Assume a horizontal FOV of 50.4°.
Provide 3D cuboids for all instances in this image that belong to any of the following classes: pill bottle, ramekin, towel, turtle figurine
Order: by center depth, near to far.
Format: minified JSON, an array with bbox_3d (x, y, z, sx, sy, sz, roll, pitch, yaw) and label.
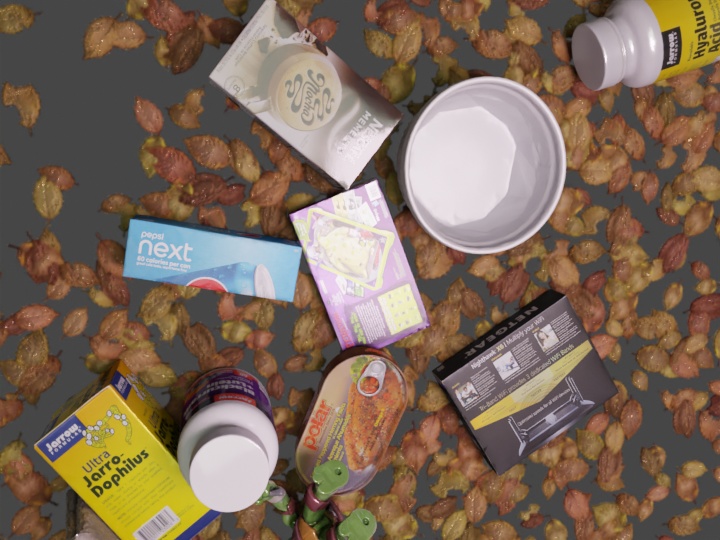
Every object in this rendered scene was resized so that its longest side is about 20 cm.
[{"bbox_3d":[-0.283,0.316,0.866,0.034,0.200,0.133,-42,104,-14],"label":"towel"},{"bbox_3d":[-0.150,0.190,0.869,0.110,0.200,0.113,-2,100,-11],"label":"pill bottle"},{"bbox_3d":[-0.082,0.321,0.909,0.198,0.145,0.194,18,134,-22],"label":"turtle figurine"},{"bbox_3d":[0.136,-0.127,0.922,0.197,0.105,0.203,-2,100,-11],"label":"ramekin"},{"bbox_3d":[0.366,-0.290,0.937,0.198,0.111,0.113,-20,102,-6],"label":"pill bottle"}]

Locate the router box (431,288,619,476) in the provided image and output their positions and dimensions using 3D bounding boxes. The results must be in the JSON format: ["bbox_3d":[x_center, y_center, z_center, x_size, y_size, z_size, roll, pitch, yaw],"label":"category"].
[{"bbox_3d":[0.217,0.147,1.008,0.199,0.052,0.158,-33,103,-4],"label":"router box"}]

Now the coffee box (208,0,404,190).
[{"bbox_3d":[-0.063,-0.199,0.884,0.199,0.080,0.113,38,90,-14],"label":"coffee box"}]

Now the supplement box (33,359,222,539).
[{"bbox_3d":[-0.264,0.225,0.899,0.109,0.109,0.201,-38,104,-3],"label":"supplement box"}]

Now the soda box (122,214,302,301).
[{"bbox_3d":[-0.172,-0.015,0.902,0.197,0.064,0.069,9,97,-12],"label":"soda box"}]

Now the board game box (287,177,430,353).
[{"bbox_3d":[0.000,0.000,0.956,0.119,0.032,0.202,-23,103,-10],"label":"board game box"}]

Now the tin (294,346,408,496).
[{"bbox_3d":[-0.014,0.190,0.966,0.111,0.042,0.202,19,105,-17],"label":"tin"}]
